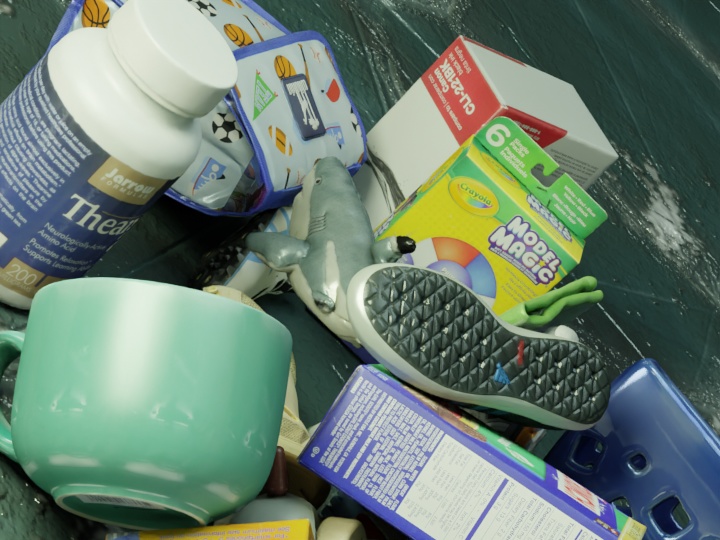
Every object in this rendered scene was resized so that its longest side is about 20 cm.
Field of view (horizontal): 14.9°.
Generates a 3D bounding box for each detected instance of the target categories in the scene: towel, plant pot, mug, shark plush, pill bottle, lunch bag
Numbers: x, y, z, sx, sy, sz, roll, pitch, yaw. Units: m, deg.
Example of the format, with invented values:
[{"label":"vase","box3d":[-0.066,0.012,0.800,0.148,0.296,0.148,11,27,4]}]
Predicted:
[{"label":"towel","box3d":[0.060,0.070,1.855,0.031,0.199,0.149,60,26,4]},{"label":"plant pot","box3d":[0.190,0.190,1.867,0.200,0.180,0.200,50,4,8]},{"label":"mug","box3d":[-0.128,0.085,1.566,0.151,0.185,0.115,17,71,-27]},{"label":"shark plush","box3d":[0.000,0.000,1.808,0.091,0.083,0.200,40,4,-34]},{"label":"pill bottle","box3d":[-0.168,-0.077,1.698,0.111,0.200,0.111,36,27,-21]},{"label":"lunch bag","box3d":[-0.102,-0.122,1.936,0.200,0.124,0.170,40,25,14]}]

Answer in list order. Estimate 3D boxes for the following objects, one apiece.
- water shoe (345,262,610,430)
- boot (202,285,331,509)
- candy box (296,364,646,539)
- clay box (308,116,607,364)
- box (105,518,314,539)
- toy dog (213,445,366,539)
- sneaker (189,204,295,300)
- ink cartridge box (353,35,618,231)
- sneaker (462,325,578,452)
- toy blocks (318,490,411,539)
[{"label":"water shoe","box3d":[0.060,0.058,1.695,0.199,0.079,0.072,25,66,-29]},{"label":"boot","box3d":[-0.111,0.062,1.739,0.199,0.073,0.156,28,27,-27]},{"label":"candy box","box3d":[0.072,0.139,1.685,0.200,0.077,0.169,34,3,6]},{"label":"clay box","box3d":[0.070,-0.006,1.980,0.115,0.200,0.048,42,25,-8]},{"label":"box","box3d":[-0.088,0.218,1.467,0.201,0.118,0.042,-84,166,-52]},{"label":"toy dog","box3d":[-0.064,0.175,1.592,0.200,0.131,0.097,-90,173,-65]},{"label":"sneaker","box3d":[-0.057,-0.009,1.939,0.073,0.072,0.200,55,27,-3]},{"label":"ink cartridge box","box3d":[0.070,-0.062,2.068,0.144,0.200,0.084,19,33,-46]},{"label":"sneaker","box3d":[0.075,0.109,1.829,0.077,0.200,0.078,39,26,8]},{"label":"toy blocks","box3d":[0.021,0.195,1.750,0.137,0.100,0.200,47,21,30]}]
